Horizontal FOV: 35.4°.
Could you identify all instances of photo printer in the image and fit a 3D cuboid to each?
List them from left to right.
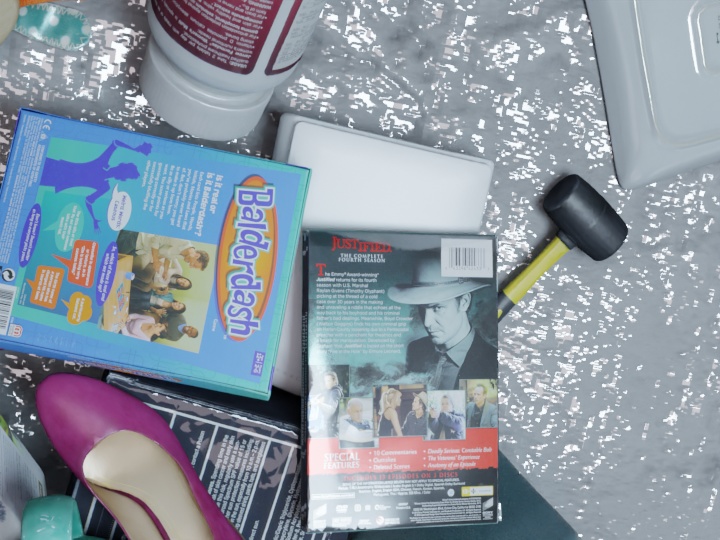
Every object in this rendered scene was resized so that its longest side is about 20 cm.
[{"bbox_3d":[0.000,0.000,0.833,0.163,0.069,0.204,12,98,-12],"label":"photo printer"}]

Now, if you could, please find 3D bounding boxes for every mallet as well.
[{"bbox_3d":[0.115,0.009,0.879,0.199,0.041,0.066,-39,107,5],"label":"mallet"}]

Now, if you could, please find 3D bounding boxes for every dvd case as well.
[{"bbox_3d":[0.028,0.075,0.780,0.143,0.022,0.204,0,89,-17],"label":"dvd case"}]

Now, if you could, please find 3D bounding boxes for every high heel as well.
[{"bbox_3d":[-0.130,0.146,0.711,0.067,0.096,0.200,-45,105,2],"label":"high heel"}]

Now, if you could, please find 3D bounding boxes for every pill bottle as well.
[{"bbox_3d":[-0.074,-0.187,0.722,0.108,0.111,0.201,20,133,-13],"label":"pill bottle"}]

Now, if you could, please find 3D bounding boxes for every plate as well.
[{"bbox_3d":[0.276,-0.181,0.861,0.196,0.032,0.203,-16,105,-6],"label":"plate"}]

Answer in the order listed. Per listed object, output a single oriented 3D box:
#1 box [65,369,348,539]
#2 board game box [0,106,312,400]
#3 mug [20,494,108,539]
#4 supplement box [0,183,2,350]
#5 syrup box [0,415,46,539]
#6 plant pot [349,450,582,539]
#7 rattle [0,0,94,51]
[{"bbox_3d":[-0.118,0.176,0.832,0.195,0.123,0.203,17,98,-14],"label":"box"},{"bbox_3d":[-0.141,-0.009,0.742,0.196,0.045,0.155,12,78,-3],"label":"board game box"},{"bbox_3d":[-0.177,0.233,0.707,0.151,0.115,0.187,30,100,-18],"label":"mug"},{"bbox_3d":[-0.261,-0.002,0.799,0.196,0.061,0.111,-11,104,-7],"label":"supplement box"},{"bbox_3d":[-0.274,0.117,0.713,0.078,0.082,0.202,-21,134,-2],"label":"syrup box"},{"bbox_3d":[0.070,0.285,0.843,0.197,0.196,0.199,-22,106,-7],"label":"plant pot"},{"bbox_3d":[-0.296,-0.180,0.768,0.199,0.142,0.131,-41,139,-14],"label":"rattle"}]
